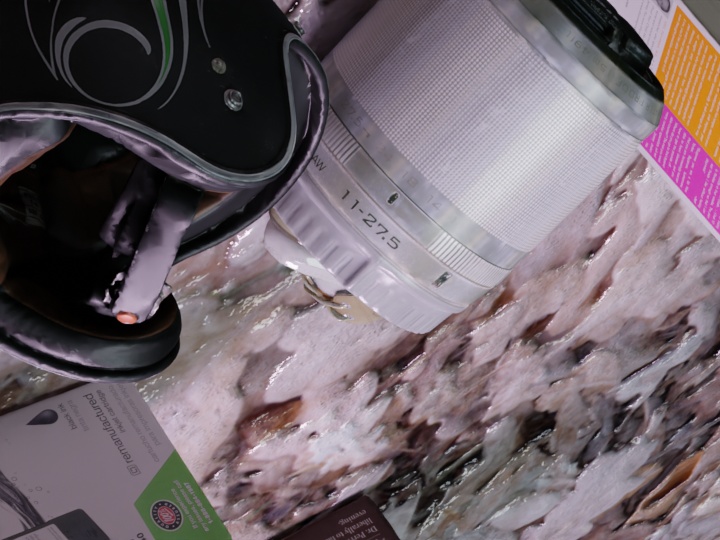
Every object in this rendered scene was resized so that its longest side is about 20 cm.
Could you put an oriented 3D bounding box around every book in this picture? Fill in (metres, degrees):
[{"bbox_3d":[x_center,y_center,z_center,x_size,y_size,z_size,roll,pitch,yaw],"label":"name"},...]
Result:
[{"bbox_3d":[0.213,-0.100,1.206,0.048,0.200,0.134,-21,148,-26],"label":"book"}]

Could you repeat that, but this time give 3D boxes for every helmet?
[{"bbox_3d":[-0.115,-0.067,0.904,0.198,0.191,0.201,2,128,3],"label":"helmet"}]

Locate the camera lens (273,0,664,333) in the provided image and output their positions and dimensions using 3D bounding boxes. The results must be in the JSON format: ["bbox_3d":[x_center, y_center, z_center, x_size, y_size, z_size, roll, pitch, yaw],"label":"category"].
[{"bbox_3d":[0.057,-0.085,1.098,0.200,0.160,0.160,-45,150,14],"label":"camera lens"}]

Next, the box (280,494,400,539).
[{"bbox_3d":[-0.016,0.326,1.571,0.165,0.200,0.165,-24,149,-21],"label":"box"}]

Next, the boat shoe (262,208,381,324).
[{"bbox_3d":[0.000,0.000,1.246,0.069,0.075,0.199,-53,149,17],"label":"boat shoe"}]

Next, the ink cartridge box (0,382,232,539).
[{"bbox_3d":[-0.200,0.168,1.193,0.199,0.146,0.084,-20,147,-29],"label":"ink cartridge box"}]
